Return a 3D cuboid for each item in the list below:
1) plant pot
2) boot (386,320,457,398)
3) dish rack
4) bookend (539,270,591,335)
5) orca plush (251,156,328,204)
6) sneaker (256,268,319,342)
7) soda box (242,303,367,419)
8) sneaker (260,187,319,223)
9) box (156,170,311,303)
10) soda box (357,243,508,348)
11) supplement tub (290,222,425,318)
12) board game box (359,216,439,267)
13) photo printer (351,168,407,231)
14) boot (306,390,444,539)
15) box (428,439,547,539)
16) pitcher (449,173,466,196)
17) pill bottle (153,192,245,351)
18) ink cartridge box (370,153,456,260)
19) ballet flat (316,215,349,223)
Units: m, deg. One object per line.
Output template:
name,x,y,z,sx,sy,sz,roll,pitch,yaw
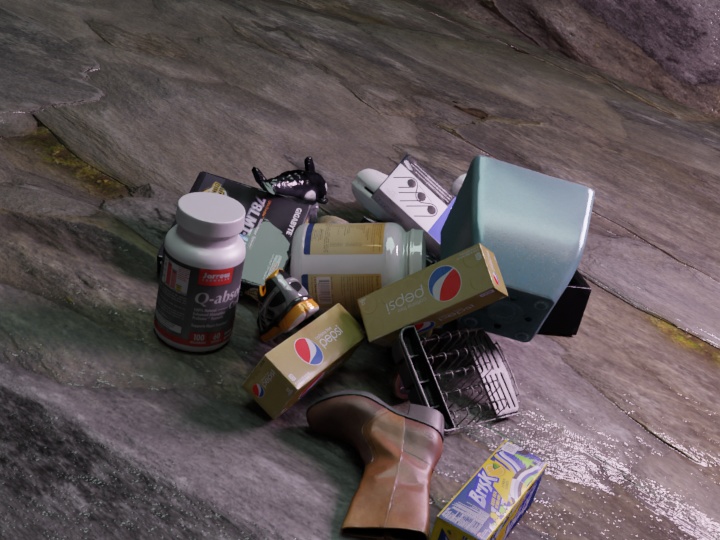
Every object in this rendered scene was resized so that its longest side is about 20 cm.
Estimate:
plant pot,0.225,-0.014,1.543,0.193,0.197,0.202,15,51,-4
boot,0.064,0.125,1.518,0.096,0.076,0.200,2,26,30
dish rack,0.142,0.147,1.433,0.198,0.055,0.155,-6,66,-36
bookend,0.261,0.014,1.766,0.196,0.093,0.201,6,27,-15
orca plush,-0.111,-0.164,1.746,0.104,0.072,0.199,23,10,37
sneaker,-0.113,0.046,1.453,0.078,0.200,0.078,-36,91,-21
soda box,-0.071,0.120,1.402,0.064,0.068,0.200,43,33,8
sneaker,-0.137,-0.092,1.796,0.113,0.076,0.200,13,24,3
box,-0.199,-0.053,1.650,0.196,0.050,0.202,16,50,5
soda box,0.098,0.038,1.430,0.064,0.198,0.069,25,44,-61
supplement tub,0.000,0.000,1.568,0.197,0.146,0.145,0,26,7
board game box,0.068,-0.041,1.730,0.134,0.028,0.200,34,6,7
photo printer,0.085,-0.112,1.878,0.166,0.070,0.199,38,13,35
boot,0.005,0.247,1.263,0.185,0.069,0.201,13,40,5
box,0.152,0.284,1.226,0.064,0.071,0.199,27,30,22
pitcher,0.264,-0.105,1.986,0.170,0.122,0.200,24,13,-13
pill bottle,-0.223,0.001,1.440,0.114,0.202,0.116,10,27,-5
ink cartridge box,0.122,-0.095,1.751,0.200,0.044,0.094,43,63,-2
ballet flat,-0.016,-0.031,1.698,0.199,0.069,0.067,30,37,31
